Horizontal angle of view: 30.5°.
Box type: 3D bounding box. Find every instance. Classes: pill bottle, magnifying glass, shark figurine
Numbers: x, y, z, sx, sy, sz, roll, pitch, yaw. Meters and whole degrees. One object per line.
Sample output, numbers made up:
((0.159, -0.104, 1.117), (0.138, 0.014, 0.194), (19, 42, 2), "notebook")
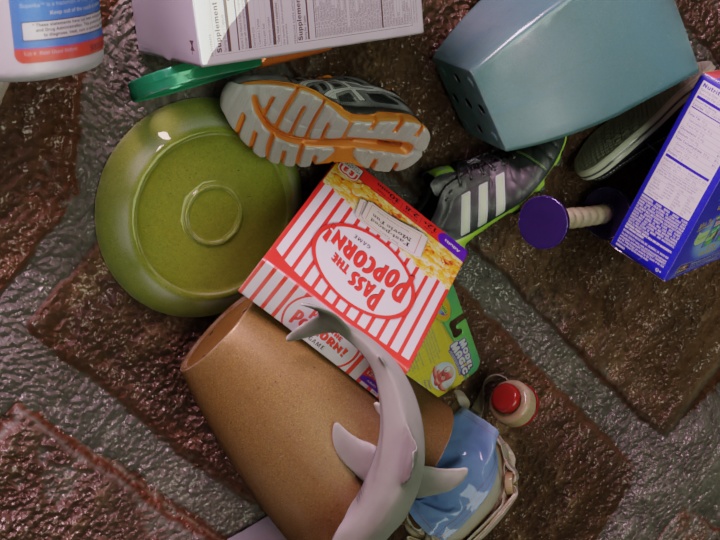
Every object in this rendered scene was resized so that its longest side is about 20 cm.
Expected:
((-0.243, -0.240, 0.920), (0.112, 0.112, 0.201), (-11, 112, -26), "pill bottle")
((-0.108, -0.177, 1.137), (0.200, 0.079, 0.022), (-23, 98, -34), "magnifying glass")
((0.021, 0.121, 1.031), (0.128, 0.089, 0.215), (-10, 93, -7), "shark figurine")

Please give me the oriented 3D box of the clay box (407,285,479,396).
((0.014, 0.091, 1.283), (0.200, 0.048, 0.115), (-29, 114, -20), "clay box")

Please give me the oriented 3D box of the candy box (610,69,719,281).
((0.356, -0.102, 1.335), (0.169, 0.077, 0.200), (-14, 135, -55), "candy box")

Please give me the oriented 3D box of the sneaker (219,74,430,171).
((-0.036, -0.141, 1.179), (0.199, 0.077, 0.078), (10, 131, -32), "sneaker")

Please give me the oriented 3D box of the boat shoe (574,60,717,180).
((0.305, -0.144, 1.369), (0.200, 0.075, 0.062), (-37, 112, -22), "boat shoe")

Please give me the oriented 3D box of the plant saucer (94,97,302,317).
((-0.136, -0.052, 1.173), (0.199, 0.031, 0.201), (-7, 106, -27), "plant saucer")

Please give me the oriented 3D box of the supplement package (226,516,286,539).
((-0.056, 0.343, 1.223), (0.191, 0.200, 0.147), (-28, 116, -19), "supplement package")

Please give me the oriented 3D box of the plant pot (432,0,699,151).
((0.182, -0.208, 1.250), (0.200, 0.141, 0.142), (-33, 117, -9), "plant pot")

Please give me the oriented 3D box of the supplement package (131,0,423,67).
((-0.074, -0.260, 1.080), (0.199, 0.152, 0.151), (-14, 109, -25), "supplement package")

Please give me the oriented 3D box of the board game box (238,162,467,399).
((0.000, 0.000, 1.150), (0.151, 0.200, 0.046), (37, 126, -5), "board game box")

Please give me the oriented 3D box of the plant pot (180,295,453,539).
((-0.053, 0.119, 1.143), (0.200, 0.186, 0.186), (45, 80, -13), "plant pot")

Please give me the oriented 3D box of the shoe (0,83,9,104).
((-0.322, -0.124, 1.036), (0.070, 0.053, 0.200), (30, 88, -32), "shoe")

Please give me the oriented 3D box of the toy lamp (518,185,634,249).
((0.226, -0.054, 1.317), (0.200, 0.058, 0.058), (-12, 112, -58), "toy lamp")

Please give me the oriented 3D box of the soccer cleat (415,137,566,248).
((0.111, -0.081, 1.267), (0.200, 0.068, 0.081), (-42, 114, 3), "soccer cleat")

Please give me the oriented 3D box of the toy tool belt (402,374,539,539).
((0.097, 0.185, 1.301), (0.200, 0.125, 0.123), (-59, 143, -4), "toy tool belt")
